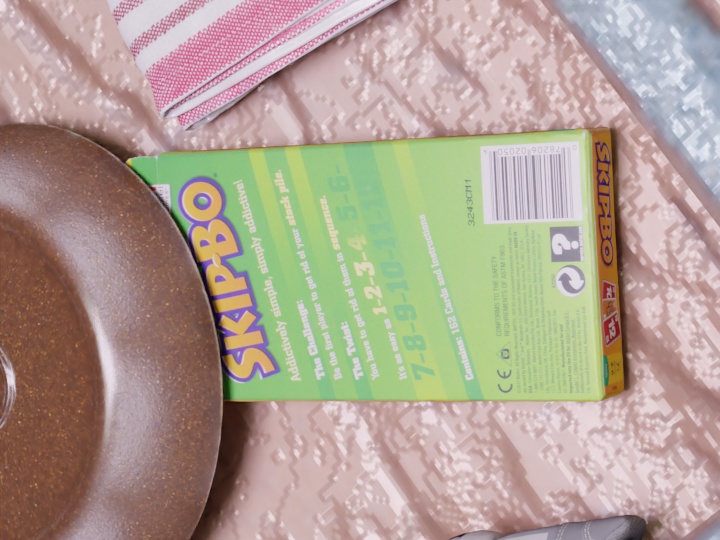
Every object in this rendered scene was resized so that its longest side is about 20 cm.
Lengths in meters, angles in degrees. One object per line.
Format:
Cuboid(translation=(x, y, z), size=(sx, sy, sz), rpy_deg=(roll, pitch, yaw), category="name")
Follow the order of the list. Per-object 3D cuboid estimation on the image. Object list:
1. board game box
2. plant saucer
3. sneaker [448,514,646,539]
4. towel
Cuboid(translation=(0.000, 0.000, 0.930), size=(0.199, 0.030, 0.096), rpy_deg=(-2, 94, 28), category="board game box")
Cuboid(translation=(-0.140, 0.043, 0.991), size=(0.200, 0.037, 0.201), rpy_deg=(5, 98, 36), category="plant saucer")
Cuboid(translation=(0.096, 0.179, 0.866), size=(0.115, 0.075, 0.201), rpy_deg=(-18, 85, 27), category="sneaker")
Cuboid(translation=(-0.052, -0.172, 0.947), size=(0.146, 0.030, 0.200), rpy_deg=(-29, 77, 27), category="towel")
